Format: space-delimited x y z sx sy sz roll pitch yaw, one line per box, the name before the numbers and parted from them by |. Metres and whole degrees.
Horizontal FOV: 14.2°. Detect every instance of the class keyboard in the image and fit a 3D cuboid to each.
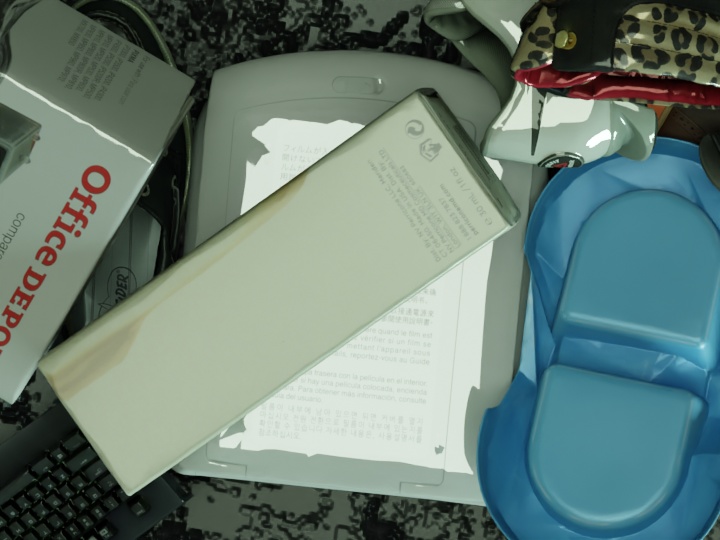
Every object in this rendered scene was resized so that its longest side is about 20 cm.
keyboard | -0.160 0.152 1.355 0.200 0.021 0.127 -37 107 22

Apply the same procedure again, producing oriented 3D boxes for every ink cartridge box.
ink cartridge box | -0.193 -0.059 1.236 0.200 0.083 0.147 29 118 -6

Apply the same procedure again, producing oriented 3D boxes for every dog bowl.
dog bowl | 0.119 0.042 1.282 0.111 0.050 0.201 11 77 11

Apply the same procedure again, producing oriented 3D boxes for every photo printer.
photo printer | 0.000 0.000 1.325 0.166 0.069 0.201 5 96 4

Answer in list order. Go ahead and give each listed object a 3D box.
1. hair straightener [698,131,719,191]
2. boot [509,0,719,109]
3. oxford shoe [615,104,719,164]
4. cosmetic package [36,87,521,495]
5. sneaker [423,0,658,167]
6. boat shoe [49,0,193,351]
hair straightener | 0.238 -0.061 1.290 0.199 0.077 0.041 -12 58 -25
boot | 0.080 -0.151 1.176 0.199 0.073 0.151 9 82 -5
oxford shoe | 0.174 -0.113 1.266 0.072 0.200 0.071 19 53 -13
cosmetic package | -0.032 0.007 1.242 0.200 0.105 0.071 -35 90 6
sneaker | 0.068 -0.141 1.267 0.088 0.074 0.201 -7 71 -8
boat shoe | -0.119 -0.026 1.333 0.074 0.066 0.200 6 97 3
